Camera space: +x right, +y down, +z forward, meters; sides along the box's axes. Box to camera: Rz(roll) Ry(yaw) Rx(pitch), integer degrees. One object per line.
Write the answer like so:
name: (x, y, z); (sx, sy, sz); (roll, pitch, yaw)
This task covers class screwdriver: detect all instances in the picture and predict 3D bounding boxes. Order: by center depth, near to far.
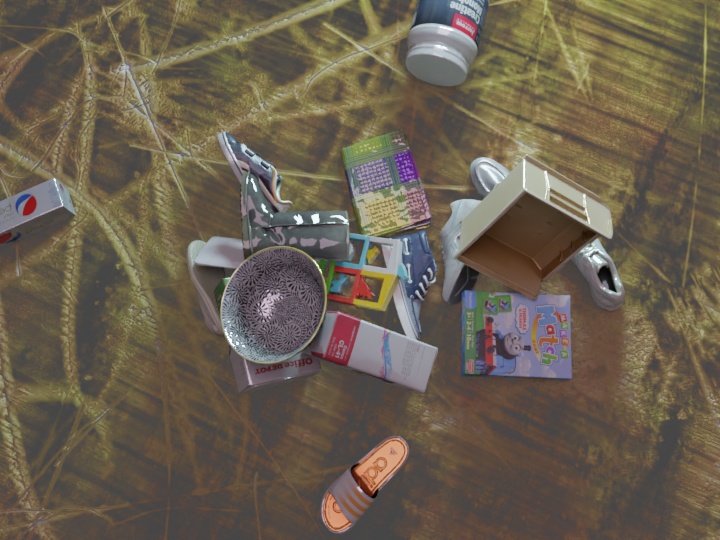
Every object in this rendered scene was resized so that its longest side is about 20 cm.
screwdriver: (-0.116, 0.063, 1.571); (0.029, 0.028, 0.200); (-44, 97, -21)

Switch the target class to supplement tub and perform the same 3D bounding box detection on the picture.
supplement tub: (0.169, -0.477, 1.689); (0.138, 0.140, 0.204); (13, 78, 8)

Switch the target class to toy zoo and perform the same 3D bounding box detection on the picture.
toy zoo: (0.000, 0.000, 1.619); (0.197, 0.020, 0.134); (10, 78, 31)

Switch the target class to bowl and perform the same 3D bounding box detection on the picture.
bowl: (-0.132, 0.070, 1.499); (0.197, 0.094, 0.205); (-7, 70, 19)

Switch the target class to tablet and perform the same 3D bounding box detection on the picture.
tablet: (-0.200, -0.031, 1.636); (0.196, 0.131, 0.014); (5, 114, 6)

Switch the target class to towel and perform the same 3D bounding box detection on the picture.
towel: (0.047, -0.161, 1.690); (0.141, 0.023, 0.203); (-16, 76, 2)

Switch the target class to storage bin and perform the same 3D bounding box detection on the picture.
storage bin: (0.298, -0.066, 1.510); (0.196, 0.200, 0.095); (26, 46, -17)

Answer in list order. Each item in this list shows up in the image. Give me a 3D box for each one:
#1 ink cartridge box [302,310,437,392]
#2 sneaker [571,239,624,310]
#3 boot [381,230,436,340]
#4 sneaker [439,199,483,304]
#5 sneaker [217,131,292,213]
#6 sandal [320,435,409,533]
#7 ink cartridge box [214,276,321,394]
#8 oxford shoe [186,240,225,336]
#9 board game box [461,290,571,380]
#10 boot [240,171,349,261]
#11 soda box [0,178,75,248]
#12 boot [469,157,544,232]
ink cartridge box: (0.014, 0.140, 1.525); (0.197, 0.147, 0.087); (23, 80, -17)
sneaker: (0.421, -0.026, 1.591); (0.070, 0.080, 0.202); (-32, 75, -1)
boot: (0.103, 0.026, 1.615); (0.089, 0.073, 0.204); (-16, 76, 7)
sneaker: (0.185, -0.037, 1.635); (0.079, 0.070, 0.204); (14, 85, 36)
sneaker: (-0.201, -0.189, 1.690); (0.079, 0.078, 0.202); (-29, 88, 2)
sandal: (0.004, 0.373, 1.554); (0.079, 0.059, 0.207); (41, 84, 12)
ink cartridge box: (-0.170, 0.109, 1.589); (0.144, 0.084, 0.203); (-9, 75, -27)
oxford shoe: (-0.285, 0.038, 1.655); (0.074, 0.058, 0.203); (-13, 71, -39)
board game box: (0.282, 0.118, 1.586); (0.196, 0.037, 0.154); (3, 77, -5)
boot: (-0.121, -0.100, 1.614); (0.196, 0.073, 0.185); (-6, 78, -3)
soda box: (-0.668, -0.105, 1.714); (0.197, 0.068, 0.065); (-23, 76, -1)
boot: (0.279, -0.144, 1.628); (0.073, 0.096, 0.200); (-40, 77, -5)
